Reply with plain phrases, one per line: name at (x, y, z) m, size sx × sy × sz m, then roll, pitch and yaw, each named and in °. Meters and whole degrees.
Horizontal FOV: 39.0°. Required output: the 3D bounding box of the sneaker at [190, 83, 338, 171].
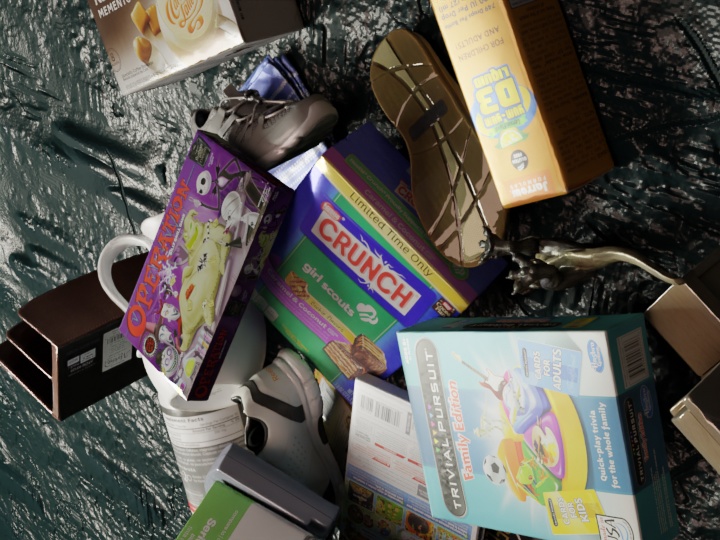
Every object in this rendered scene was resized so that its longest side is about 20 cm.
sneaker at (-0.100, -0.128, 0.907) m, size 0.199 × 0.074 × 0.083 m, roll -11°, pitch 106°, yaw 49°

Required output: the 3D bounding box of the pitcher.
pitcher at (-0.180, 0.037, 1.001) m, size 0.170 × 0.121 × 0.203 m, roll -20°, pitch 65°, yaw 19°

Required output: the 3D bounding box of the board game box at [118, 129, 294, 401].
board game box at (-0.137, -0.005, 0.876) m, size 0.120 × 0.032 × 0.202 m, roll 37°, pitch 109°, yaw 42°

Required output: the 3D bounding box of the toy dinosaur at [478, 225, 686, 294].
toy dinosaur at (0.137, -0.005, 0.721) m, size 0.200 × 0.087 × 0.048 m, roll -178°, pitch 92°, yaw -74°

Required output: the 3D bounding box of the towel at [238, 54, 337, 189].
towel at (-0.065, -0.086, 0.967) m, size 0.144 × 0.024 × 0.202 m, roll -34°, pitch 84°, yaw 48°

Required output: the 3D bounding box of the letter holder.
letter holder at (-0.290, 0.049, 1.123) m, size 0.141 × 0.199 × 0.102 m, roll 32°, pitch 130°, yaw 29°

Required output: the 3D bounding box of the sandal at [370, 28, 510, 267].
sandal at (0.070, -0.101, 0.809) m, size 0.080 × 0.054 × 0.202 m, roll -34°, pitch 70°, yaw 34°

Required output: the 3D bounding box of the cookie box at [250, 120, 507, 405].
cookie box at (0.000, 0.000, 0.884) m, size 0.171 × 0.075 × 0.200 m, roll 45°, pitch 137°, yaw 2°

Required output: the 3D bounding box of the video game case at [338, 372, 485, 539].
video game case at (0.044, 0.206, 0.884) m, size 0.142 × 0.018 × 0.203 m, roll 20°, pitch 114°, yaw 33°

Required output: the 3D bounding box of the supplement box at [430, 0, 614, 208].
supplement box at (0.111, -0.151, 0.732) m, size 0.066 × 0.068 × 0.202 m, roll -14°, pitch 102°, yaw 49°

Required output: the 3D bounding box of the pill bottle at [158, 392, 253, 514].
pill bottle at (-0.155, 0.161, 1.110) m, size 0.113 × 0.113 × 0.203 m, roll 1°, pitch 110°, yaw 44°

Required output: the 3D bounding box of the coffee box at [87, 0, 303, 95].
coffee box at (-0.158, -0.245, 0.938) m, size 0.198 × 0.079 × 0.116 m, roll -7°, pitch 104°, yaw 46°

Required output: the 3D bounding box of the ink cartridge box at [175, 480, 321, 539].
ink cartridge box at (-0.057, 0.292, 0.907) m, size 0.198 × 0.084 × 0.146 m, roll 24°, pitch 152°, yaw 24°

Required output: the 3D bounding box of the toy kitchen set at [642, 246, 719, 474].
toy kitchen set at (0.231, 0.129, 0.679) m, size 0.201 × 0.162 × 0.181 m, roll 50°, pitch 136°, yaw 14°

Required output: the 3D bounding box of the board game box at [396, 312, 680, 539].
board game box at (0.120, 0.112, 0.731) m, size 0.199 × 0.047 × 0.153 m, roll -5°, pitch 99°, yaw 50°

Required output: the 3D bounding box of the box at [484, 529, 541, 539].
box at (0.141, 0.184, 0.876) m, size 0.157 × 0.049 × 0.202 m, roll 33°, pitch 130°, yaw 31°

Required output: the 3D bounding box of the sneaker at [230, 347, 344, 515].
sneaker at (-0.071, 0.171, 0.973) m, size 0.073 × 0.079 × 0.202 m, roll 26°, pitch 139°, yaw 50°

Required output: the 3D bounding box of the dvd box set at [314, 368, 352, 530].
dvd box set at (0.002, 0.205, 0.997) m, size 0.201 × 0.029 × 0.148 m, roll 52°, pitch 140°, yaw 35°

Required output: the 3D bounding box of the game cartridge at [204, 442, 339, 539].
game cartridge at (-0.087, 0.231, 0.977) m, size 0.132 × 0.041 × 0.201 m, roll 26°, pitch 153°, yaw 8°
